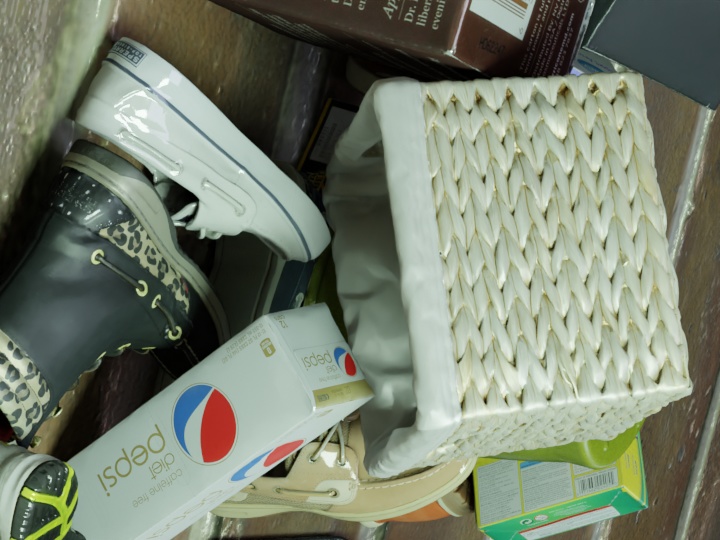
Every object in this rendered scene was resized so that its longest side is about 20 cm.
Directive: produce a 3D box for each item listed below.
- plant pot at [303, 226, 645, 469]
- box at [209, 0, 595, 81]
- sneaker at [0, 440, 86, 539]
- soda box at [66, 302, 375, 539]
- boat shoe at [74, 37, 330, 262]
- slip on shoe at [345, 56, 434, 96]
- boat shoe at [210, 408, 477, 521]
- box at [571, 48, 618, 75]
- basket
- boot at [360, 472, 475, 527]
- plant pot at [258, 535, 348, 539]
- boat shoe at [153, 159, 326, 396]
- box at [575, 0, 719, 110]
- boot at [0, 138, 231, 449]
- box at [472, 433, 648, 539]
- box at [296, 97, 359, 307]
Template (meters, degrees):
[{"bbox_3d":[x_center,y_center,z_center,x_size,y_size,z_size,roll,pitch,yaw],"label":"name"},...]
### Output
[{"bbox_3d":[0.092,0.041,1.511,0.200,0.192,0.202,-37,136,-48],"label":"plant pot"},{"bbox_3d":[0.026,-0.206,1.336,0.164,0.199,0.167,15,93,-63],"label":"box"},{"bbox_3d":[-0.200,0.149,1.274,0.076,0.076,0.201,-54,166,-37],"label":"sneaker"},{"bbox_3d":[-0.090,0.098,1.322,0.200,0.064,0.068,-37,166,28],"label":"soda box"},{"bbox_3d":[-0.094,-0.054,1.336,0.066,0.073,0.200,-54,129,-9],"label":"boat shoe"},{"bbox_3d":[0.079,-0.090,1.514,0.076,0.198,0.061,-57,164,-58],"label":"slip on shoe"},{"bbox_3d":[-0.025,0.115,1.444,0.065,0.198,0.072,53,32,-53],"label":"boat shoe"},{"bbox_3d":[0.104,-0.155,1.491,0.118,0.200,0.042,26,111,-29],"label":"box"},{"bbox_3d":[0.077,0.002,1.322,0.198,0.159,0.202,126,-44,-74],"label":"basket"},{"bbox_3d":[0.039,0.095,1.689,0.075,0.107,0.201,40,42,-37],"label":"boot"},{"bbox_3d":[-0.018,0.311,1.590,0.200,0.199,0.179,7,111,-62],"label":"plant pot"},{"bbox_3d":[-0.072,0.032,1.439,0.062,0.074,0.202,36,64,-50],"label":"boat shoe"},{"bbox_3d":[0.147,-0.199,1.470,0.141,0.200,0.079,15,114,-44],"label":"box"},{"bbox_3d":[-0.155,0.042,1.293,0.154,0.073,0.204,-55,148,-23],"label":"boot"},{"bbox_3d":[0.133,0.084,1.626,0.048,0.117,0.202,39,40,-50],"label":"box"},{"bbox_3d":[0.000,0.000,1.577,0.161,0.049,0.200,-68,153,-14],"label":"box"}]
